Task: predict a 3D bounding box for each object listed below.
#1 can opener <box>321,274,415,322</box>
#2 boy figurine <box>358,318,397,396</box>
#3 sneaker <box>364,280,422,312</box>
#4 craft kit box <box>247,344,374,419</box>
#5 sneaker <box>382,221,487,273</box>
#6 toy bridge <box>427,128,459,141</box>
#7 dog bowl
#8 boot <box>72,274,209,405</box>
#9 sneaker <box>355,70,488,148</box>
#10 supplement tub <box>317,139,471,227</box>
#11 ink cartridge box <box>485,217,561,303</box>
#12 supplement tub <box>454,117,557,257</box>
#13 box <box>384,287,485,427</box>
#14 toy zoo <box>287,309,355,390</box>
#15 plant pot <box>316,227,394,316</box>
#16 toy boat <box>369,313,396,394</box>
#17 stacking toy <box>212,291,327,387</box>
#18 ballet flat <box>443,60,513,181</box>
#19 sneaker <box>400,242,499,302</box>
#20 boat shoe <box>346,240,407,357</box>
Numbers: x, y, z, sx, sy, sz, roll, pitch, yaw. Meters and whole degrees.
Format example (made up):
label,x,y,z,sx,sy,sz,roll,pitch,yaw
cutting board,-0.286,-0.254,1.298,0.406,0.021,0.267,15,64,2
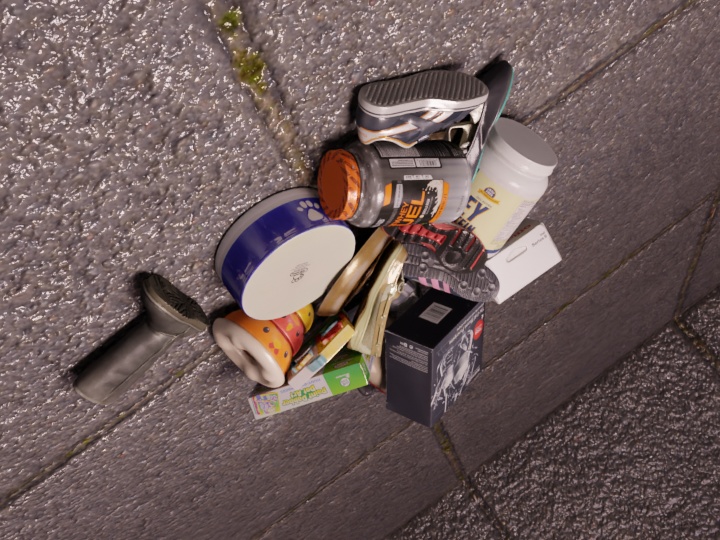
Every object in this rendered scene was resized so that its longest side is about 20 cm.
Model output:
label,x,y,z,sx,sy,sz,roll,pitch,yaw
can opener,0.001,0.063,1.552,0.200,0.079,0.063,-33,-160,27
boy figurine,0.057,0.175,1.842,0.124,0.065,0.200,-9,144,-39
sneaker,0.066,0.045,1.654,0.080,0.071,0.200,-27,154,15
craft kit box,-0.077,0.174,1.510,0.199,0.049,0.198,-19,-167,9
sneaker,0.120,-0.069,1.400,0.199,0.087,0.074,29,117,-20
toy bridge,0.080,-0.168,1.359,0.199,0.027,0.067,-32,151,-13
dog bowl,-0.109,-0.022,1.298,0.199,0.079,0.200,-29,152,-17
boot,-0.327,0.103,1.252,0.199,0.073,0.182,-32,152,2
sneaker,0.081,-0.222,1.220,0.199,0.079,0.080,-11,140,-24
supplement tub,0.047,-0.124,1.259,0.199,0.123,0.123,-5,141,-28
ink cartridge box,0.249,-0.029,1.605,0.146,0.084,0.200,-35,-163,-6
supplement tub,0.215,-0.134,1.451,0.145,0.145,0.200,-7,140,-46
box,0.140,0.151,1.636,0.200,0.104,0.183,-39,139,-43
toy zoo,-0.066,0.125,1.422,0.131,0.020,0.200,-44,-171,1
plant pot,0.000,0.000,1.434,0.200,0.027,0.200,-52,176,-5
toy boat,0.022,0.152,1.698,0.200,0.130,0.131,44,64,-48
stacking toy,-0.126,0.073,1.416,0.200,0.146,0.146,-48,159,-23
ballet flat,0.166,-0.221,1.322,0.073,0.073,0.201,-6,123,-47
sneaker,0.137,-0.002,1.488,0.082,0.199,0.071,-167,-82,-78
boat shoe,0.038,0.047,1.410,0.073,0.063,0.201,-84,-165,-69
